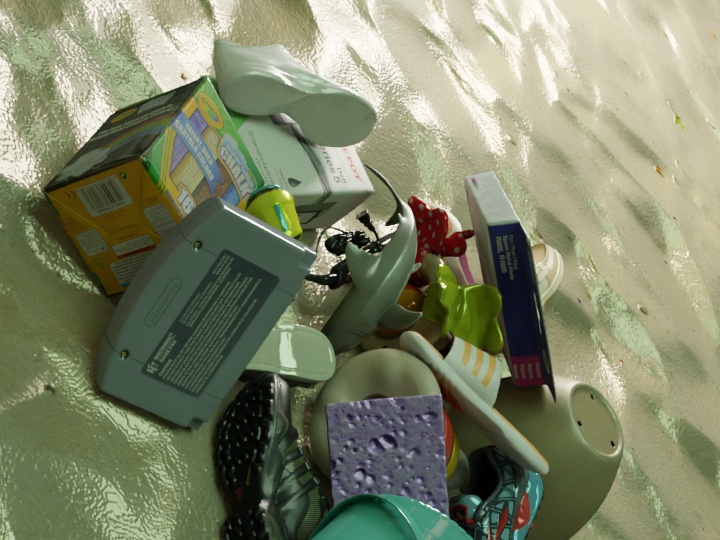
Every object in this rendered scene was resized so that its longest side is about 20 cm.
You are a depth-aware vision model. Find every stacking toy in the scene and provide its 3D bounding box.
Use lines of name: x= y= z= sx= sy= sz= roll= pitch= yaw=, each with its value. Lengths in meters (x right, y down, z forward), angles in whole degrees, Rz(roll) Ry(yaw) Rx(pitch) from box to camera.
stacking toy: x=0.050 y=0.179 z=1.575 sx=0.200 sy=0.145 sz=0.148 roll=42 pitch=31 yaw=-52

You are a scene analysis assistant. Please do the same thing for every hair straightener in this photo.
hair straightener: x=-0.004 y=-0.026 z=1.720 sx=0.199 sy=0.041 sz=0.078 roll=-16 pitch=91 yaw=-48

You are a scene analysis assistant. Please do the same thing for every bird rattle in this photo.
bird rattle: x=0.057 y=0.023 z=1.648 sx=0.112 sy=0.163 sz=0.201 roll=36 pitch=16 yaw=-42

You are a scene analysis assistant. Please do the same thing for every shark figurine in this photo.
shark figurine: x=0.015 y=-0.017 z=1.592 sx=0.089 sy=0.127 sz=0.216 roll=40 pitch=60 yaw=-31

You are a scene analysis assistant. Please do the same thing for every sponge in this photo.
sponge: x=0.027 y=0.219 z=1.443 sx=0.030 sy=0.110 sz=0.203 roll=152 pitch=-66 yaw=-85

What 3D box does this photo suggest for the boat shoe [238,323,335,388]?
boat shoe: x=-0.116 y=0.072 z=1.487 sx=0.200 sy=0.060 sz=0.073 roll=21 pitch=58 yaw=-38

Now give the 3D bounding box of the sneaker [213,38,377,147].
sneaker: x=-0.067 y=-0.194 z=1.615 sx=0.199 sy=0.075 sz=0.089 roll=18 pitch=36 yaw=-39

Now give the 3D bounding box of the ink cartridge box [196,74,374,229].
ink cartridge box: x=-0.097 y=-0.122 z=1.647 sx=0.199 sy=0.084 sz=0.147 roll=-6 pitch=67 yaw=-52

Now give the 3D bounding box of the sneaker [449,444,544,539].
sneaker: x=0.116 y=0.267 z=1.568 sx=0.095 sy=0.079 sz=0.201 roll=41 pitch=48 yaw=-27

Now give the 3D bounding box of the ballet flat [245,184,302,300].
ballet flat: x=-0.085 y=-0.002 z=1.487 sx=0.066 sy=0.201 sz=0.067 roll=-23 pitch=64 yaw=-19

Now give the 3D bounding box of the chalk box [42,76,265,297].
chalk box: x=-0.181 y=-0.089 z=1.461 sx=0.125 sy=0.123 sz=0.201 roll=61 pitch=32 yaw=-22

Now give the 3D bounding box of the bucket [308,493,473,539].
bucket: x=0.015 y=0.298 z=1.316 sx=0.208 sy=0.207 sz=0.135 roll=52 pitch=41 yaw=-4

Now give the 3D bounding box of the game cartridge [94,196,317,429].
game cartridge: x=-0.143 y=0.037 z=1.376 sx=0.132 sy=0.201 sz=0.042 roll=30 pitch=12 yaw=-29

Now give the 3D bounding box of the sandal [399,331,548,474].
sandal: x=0.123 y=0.120 z=1.562 sx=0.207 sy=0.079 sz=0.059 roll=44 pitch=76 yaw=-13

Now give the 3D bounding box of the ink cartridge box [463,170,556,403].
ink cartridge box: x=0.160 y=0.018 z=1.688 sx=0.200 sy=0.043 sz=0.198 roll=-102 pitch=179 yaw=-66

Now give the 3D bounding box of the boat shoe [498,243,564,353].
boat shoe: x=0.193 y=0.016 z=1.895 sx=0.069 sy=0.073 sz=0.201 roll=51 pitch=35 yaw=-16

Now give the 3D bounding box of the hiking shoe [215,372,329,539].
hiking shoe: x=-0.077 y=0.196 z=1.434 sx=0.100 sy=0.075 sz=0.202 roll=30 pitch=50 yaw=-44

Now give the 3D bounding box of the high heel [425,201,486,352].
high heel: x=0.104 y=0.011 z=1.829 sx=0.067 sy=0.097 sz=0.201 roll=-21 pitch=51 yaw=-14

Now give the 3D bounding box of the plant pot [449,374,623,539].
plant pot: x=0.211 y=0.194 z=1.717 sx=0.199 sy=0.134 sz=0.202 roll=32 pitch=40 yaw=-31
